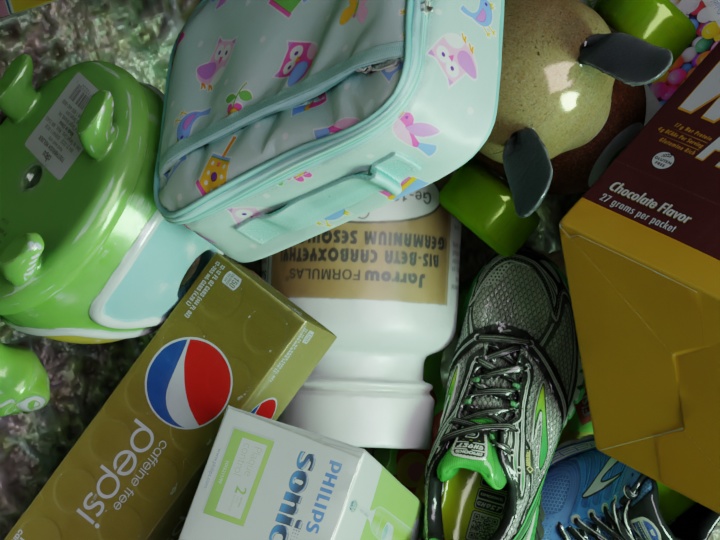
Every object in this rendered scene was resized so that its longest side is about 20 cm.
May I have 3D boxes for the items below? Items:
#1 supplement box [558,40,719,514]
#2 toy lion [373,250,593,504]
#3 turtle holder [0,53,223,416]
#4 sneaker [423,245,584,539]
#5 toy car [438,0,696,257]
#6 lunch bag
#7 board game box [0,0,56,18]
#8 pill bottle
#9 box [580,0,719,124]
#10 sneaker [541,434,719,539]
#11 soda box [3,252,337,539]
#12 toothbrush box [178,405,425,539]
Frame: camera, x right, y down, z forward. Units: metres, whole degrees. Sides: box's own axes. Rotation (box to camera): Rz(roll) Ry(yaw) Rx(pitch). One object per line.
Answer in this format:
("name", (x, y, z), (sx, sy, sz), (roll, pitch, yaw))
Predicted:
("supplement box", (0.225, -0.003, 1.548), (0.200, 0.133, 0.198), (-47, 146, -26))
("toy lion", (0.078, 0.109, 1.728), (0.191, 0.069, 0.201), (-24, 99, -18))
("turtle holder", (-0.149, -0.013, 1.565), (0.132, 0.141, 0.186), (33, 66, -39))
("sneaker", (0.080, 0.086, 1.624), (0.078, 0.085, 0.201), (6, 86, 15))
("toy car", (0.100, -0.090, 1.509), (0.158, 0.200, 0.164), (39, 93, -20))
("lunch bag", (-0.017, -0.097, 1.475), (0.077, 0.200, 0.161), (34, 48, -32))
("board game box", (-0.118, -0.183, 1.551), (0.153, 0.200, 0.040), (-25, 99, -26))
("pill bottle", (0.000, 0.000, 1.654), (0.114, 0.114, 0.201), (4, 87, -27))
("box", (0.187, -0.149, 1.671), (0.199, 0.041, 0.156), (-23, 136, -1))
("sneaker", (0.152, 0.132, 1.654), (0.200, 0.089, 0.079), (-37, 106, 21))
("soda box", (-0.103, 0.093, 1.580), (0.068, 0.064, 0.200), (37, 92, 17))
("toothbrush box", (-0.036, 0.172, 1.581), (0.086, 0.200, 0.146), (17, 80, 16))
